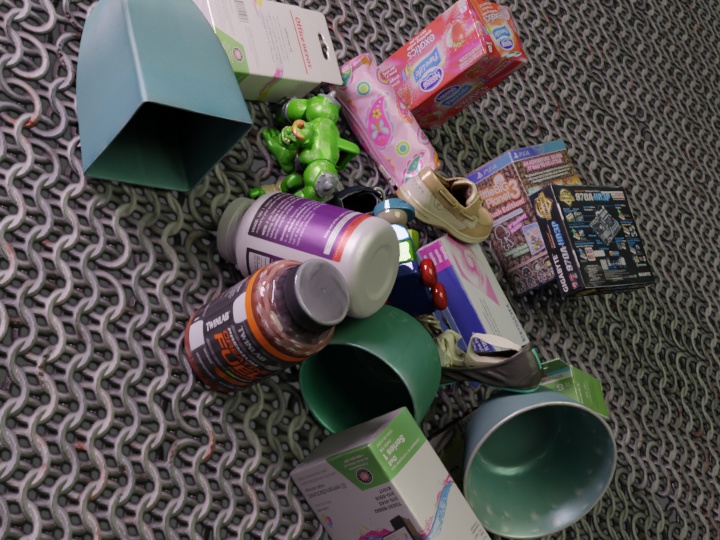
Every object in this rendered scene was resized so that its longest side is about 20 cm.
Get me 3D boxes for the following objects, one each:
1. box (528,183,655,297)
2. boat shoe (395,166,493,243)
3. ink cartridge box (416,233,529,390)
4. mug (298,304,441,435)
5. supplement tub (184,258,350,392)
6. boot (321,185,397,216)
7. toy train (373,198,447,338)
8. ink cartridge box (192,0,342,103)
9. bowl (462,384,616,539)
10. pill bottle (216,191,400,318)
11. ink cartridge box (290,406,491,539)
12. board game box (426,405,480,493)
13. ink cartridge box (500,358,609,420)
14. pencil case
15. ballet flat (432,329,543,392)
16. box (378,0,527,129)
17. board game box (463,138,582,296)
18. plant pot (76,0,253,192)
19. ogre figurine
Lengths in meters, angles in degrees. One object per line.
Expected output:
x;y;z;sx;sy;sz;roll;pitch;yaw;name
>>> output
0.347;-0.046;1.611;0.198;0.046;0.161;-4;72;-45;box
0.132;-0.091;1.472;0.199;0.069;0.074;14;36;-52;boat shoe
0.151;0.044;1.481;0.198;0.043;0.200;63;23;0;ink cartridge box
0.009;0.103;1.269;0.186;0.151;0.115;52;40;-10;mug
-0.097;0.054;1.151;0.106;0.199;0.108;19;58;-33;supplement tub
0.014;-0.074;1.410;0.199;0.090;0.074;-18;82;-47;boot
0.060;0.003;1.348;0.200;0.083;0.117;59;22;-62;toy train
-0.125;-0.282;1.399;0.198;0.067;0.119;-1;69;-43;ink cartridge box
0.207;0.223;1.359;0.200;0.201;0.105;35;13;-26;bowl
-0.062;-0.023;1.227;0.112;0.198;0.114;-37;136;-48;pill bottle
0.037;0.272;1.214;0.084;0.144;0.201;-39;98;-46;ink cartridge box
0.122;0.264;1.391;0.199;0.032;0.121;-25;92;-48;board game box
0.256;0.175;1.464;0.200;0.103;0.060;27;48;-60;ink cartridge box
0.030;-0.198;1.497;0.201;0.087;0.087;57;42;-8;pencil case
0.131;0.109;1.353;0.068;0.197;0.069;-42;127;-62;ballet flat
0.126;-0.291;1.552;0.099;0.199;0.097;0;67;-44;box
0.273;-0.084;1.666;0.158;0.096;0.202;-16;81;-47;board game box
-0.232;-0.218;1.214;0.140;0.141;0.202;7;57;-42;plant pot
-0.070;-0.141;1.342;0.098;0.119;0.201;39;46;-22;ogre figurine
